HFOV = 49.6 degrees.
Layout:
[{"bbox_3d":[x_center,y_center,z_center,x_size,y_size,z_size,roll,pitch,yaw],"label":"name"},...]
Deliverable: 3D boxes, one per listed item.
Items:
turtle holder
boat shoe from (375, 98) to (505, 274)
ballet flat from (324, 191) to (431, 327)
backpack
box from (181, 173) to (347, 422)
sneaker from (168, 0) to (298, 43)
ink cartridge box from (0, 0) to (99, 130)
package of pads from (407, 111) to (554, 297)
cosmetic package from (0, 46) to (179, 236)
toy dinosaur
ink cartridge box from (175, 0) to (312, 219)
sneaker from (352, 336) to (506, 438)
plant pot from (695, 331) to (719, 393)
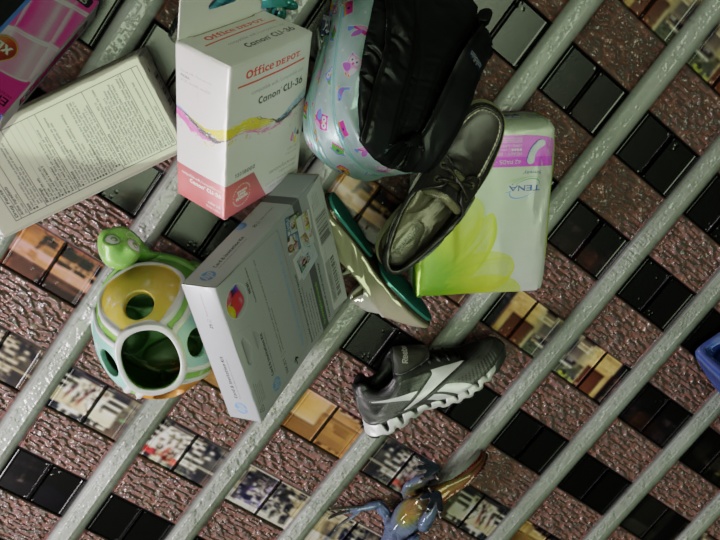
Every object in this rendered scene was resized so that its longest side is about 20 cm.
[{"bbox_3d":[-0.212,0.048,0.821,0.139,0.132,0.187,11,109,-12],"label":"turtle holder"},{"bbox_3d":[0.085,-0.077,0.786,0.073,0.065,0.201,27,105,-12],"label":"boat shoe"},{"bbox_3d":[0.000,0.000,0.876,0.069,0.070,0.200,-38,106,6],"label":"ballet flat"},{"bbox_3d":[0.028,-0.186,0.752,0.166,0.126,0.202,18,81,-33],"label":"backpack"},{"bbox_3d":[-0.082,0.021,0.762,0.041,0.200,0.157,4,127,24],"label":"box"},{"bbox_3d":[-0.099,-0.274,0.754,0.199,0.078,0.080,-34,120,5],"label":"sneaker"},{"bbox_3d":[-0.332,-0.200,0.702,0.094,0.037,0.201,35,66,-16],"label":"ink cartridge box"},{"bbox_3d":[0.133,-0.074,0.865,0.153,0.068,0.202,-2,111,-7],"label":"package of pads"},{"bbox_3d":[-0.280,-0.130,0.768,0.198,0.087,0.104,-24,113,-1],"label":"cosmetic package"},{"bbox_3d":[0.066,0.334,0.999,0.198,0.105,0.183,-2,132,-21],"label":"toy dinosaur"},{"bbox_3d":[-0.109,-0.164,0.730,0.067,0.116,0.201,29,133,22],"label":"ink cartridge box"},{"bbox_3d":[0.077,0.121,0.928,0.199,0.067,0.091,-28,114,4],"label":"sneaker"},{"bbox_3d":[0.566,0.154,0.952,0.199,0.200,0.180,-33,118,4],"label":"plant pot"}]
